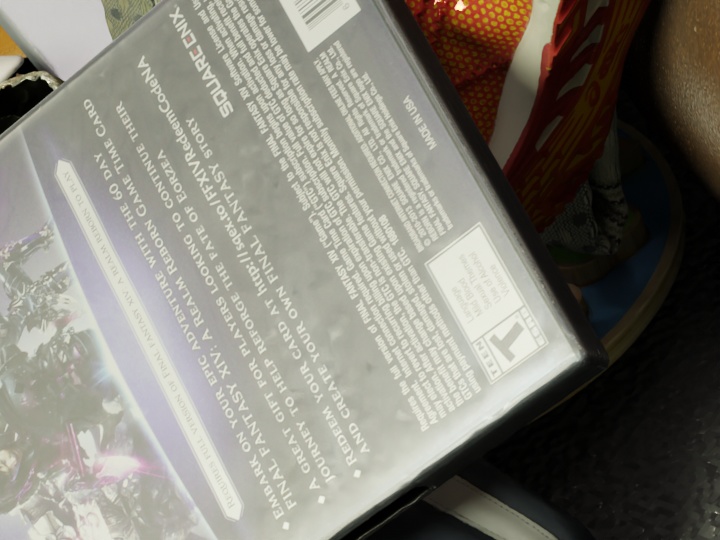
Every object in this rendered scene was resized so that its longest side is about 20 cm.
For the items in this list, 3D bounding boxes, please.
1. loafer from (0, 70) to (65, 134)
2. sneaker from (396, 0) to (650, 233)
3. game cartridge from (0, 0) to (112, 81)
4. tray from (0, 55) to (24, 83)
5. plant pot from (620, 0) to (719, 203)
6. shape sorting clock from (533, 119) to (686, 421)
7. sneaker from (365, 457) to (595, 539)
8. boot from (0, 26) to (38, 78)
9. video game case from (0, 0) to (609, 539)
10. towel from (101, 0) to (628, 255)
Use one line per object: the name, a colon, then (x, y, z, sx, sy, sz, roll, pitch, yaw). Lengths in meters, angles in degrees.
loafer: (-0.145, 0.013, 0.750, 0.075, 0.070, 0.200, 32, 71, 34)
sneaker: (0.027, -0.059, 0.662, 0.077, 0.201, 0.073, 39, 38, 23)
game cartridge: (-0.028, -0.124, 0.906, 0.200, 0.042, 0.133, -39, 65, -6)
tray: (-0.188, -0.033, 0.921, 0.107, 0.022, 0.200, -49, 14, -18)
plant pot: (0.147, -0.071, 0.671, 0.187, 0.187, 0.200, -42, 24, -12)
shape sorting clock: (0.000, 0.000, 0.777, 0.199, 0.039, 0.201, -15, 34, 11)
sneaker: (-0.029, 0.092, 0.686, 0.199, 0.070, 0.109, 5, 55, 31)
boot: (-0.046, -0.126, 0.961, 0.200, 0.071, 0.145, -13, 50, 22)
video game case: (-0.052, 0.019, 0.637, 0.200, 0.019, 0.143, -37, 67, 20)
towel: (-0.011, -0.113, 0.729, 0.192, 0.201, 0.034, 18, 41, 38)
